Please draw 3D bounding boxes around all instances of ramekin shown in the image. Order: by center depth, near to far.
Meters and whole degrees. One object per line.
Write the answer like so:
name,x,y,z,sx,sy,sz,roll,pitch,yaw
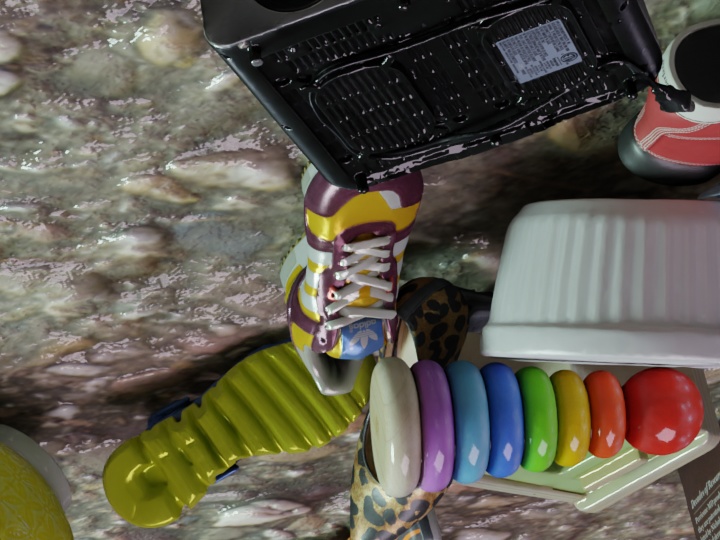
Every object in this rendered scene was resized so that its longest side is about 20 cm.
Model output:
ramekin,0.174,0.009,1.398,0.202,0.094,0.202,3,177,0

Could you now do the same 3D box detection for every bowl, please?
bowl,-0.255,0.165,1.544,0.108,0.200,0.200,-49,175,-34

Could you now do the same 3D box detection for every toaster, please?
toaster,0.037,-0.132,1.089,0.181,0.119,0.200,-18,153,13

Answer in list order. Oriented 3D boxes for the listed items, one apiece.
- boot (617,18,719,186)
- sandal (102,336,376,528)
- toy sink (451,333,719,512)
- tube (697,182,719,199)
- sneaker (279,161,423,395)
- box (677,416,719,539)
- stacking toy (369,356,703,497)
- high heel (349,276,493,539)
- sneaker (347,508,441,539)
boot,0.250,-0.099,1.323,0.200,0.072,0.144,-8,162,-10
sandal,-0.080,0.096,1.569,0.200,0.080,0.087,-25,-171,9
toy sink,0.160,0.089,1.597,0.200,0.112,0.130,14,144,-42
tube,0.289,-0.059,1.378,0.200,0.050,0.077,-6,166,-44
sneaker,0.000,0.000,1.371,0.075,0.090,0.200,-7,154,-12
box,0.371,0.205,1.826,0.166,0.200,0.164,-4,153,-16
stacking toy,0.109,0.089,1.415,0.200,0.085,0.085,-3,153,-8
high heel,0.018,0.095,1.485,0.200,0.071,0.143,-65,157,7
sneaker,-0.005,0.241,1.869,0.112,0.078,0.200,-5,153,-18
